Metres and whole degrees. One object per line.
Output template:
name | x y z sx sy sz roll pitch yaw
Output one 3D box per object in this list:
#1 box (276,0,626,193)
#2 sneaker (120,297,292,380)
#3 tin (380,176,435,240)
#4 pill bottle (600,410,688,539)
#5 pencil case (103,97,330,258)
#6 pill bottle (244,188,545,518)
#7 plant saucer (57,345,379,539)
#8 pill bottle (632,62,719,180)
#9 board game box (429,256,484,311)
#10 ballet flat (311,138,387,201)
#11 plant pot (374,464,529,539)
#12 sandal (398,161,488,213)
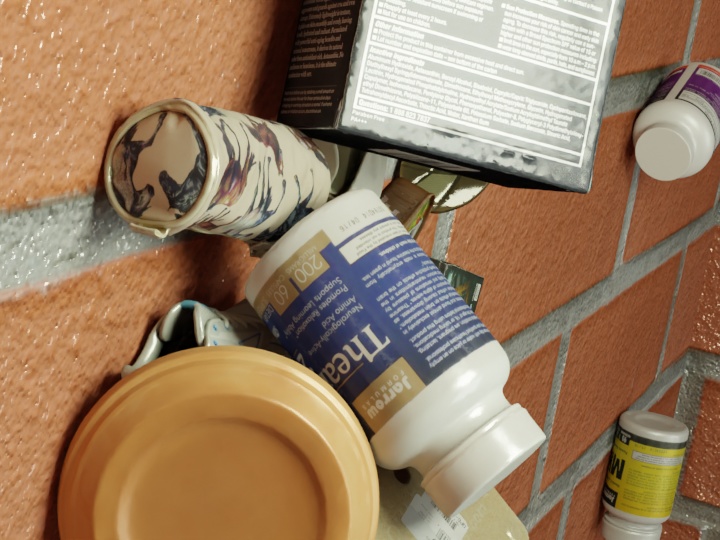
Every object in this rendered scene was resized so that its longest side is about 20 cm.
box | 0.068 -0.171 1.156 0.123 0.199 0.200 12 -91 66
sneaker | -0.094 0.051 1.104 0.200 0.074 0.087 -47 140 -53
tin | 0.000 0.000 1.318 0.200 0.042 0.112 -50 172 -50
pill bottle | 0.449 0.334 2.672 0.114 0.113 0.202 -18 120 -66
pencil case | -0.085 -0.055 1.042 0.200 0.077 0.090 5 86 -70
pill bottle | 0.025 0.056 1.078 0.111 0.200 0.111 -37 168 -9
plant saucer | -0.084 0.147 1.020 0.037 0.198 0.202 -128 -131 -78
pill bottle | 0.438 -0.198 2.282 0.200 0.112 0.113 -48 146 -51
board game box | 0.064 0.093 1.608 0.135 0.028 0.202 20 85 -70
ballet flat | -0.004 -0.130 1.236 0.069 0.069 0.202 -37 140 -60
plant pot | -0.003 0.202 1.165 0.200 0.177 0.200 52 38 -8
sandal | 0.088 -0.125 1.488 0.055 0.081 0.201 114 -4 -58
